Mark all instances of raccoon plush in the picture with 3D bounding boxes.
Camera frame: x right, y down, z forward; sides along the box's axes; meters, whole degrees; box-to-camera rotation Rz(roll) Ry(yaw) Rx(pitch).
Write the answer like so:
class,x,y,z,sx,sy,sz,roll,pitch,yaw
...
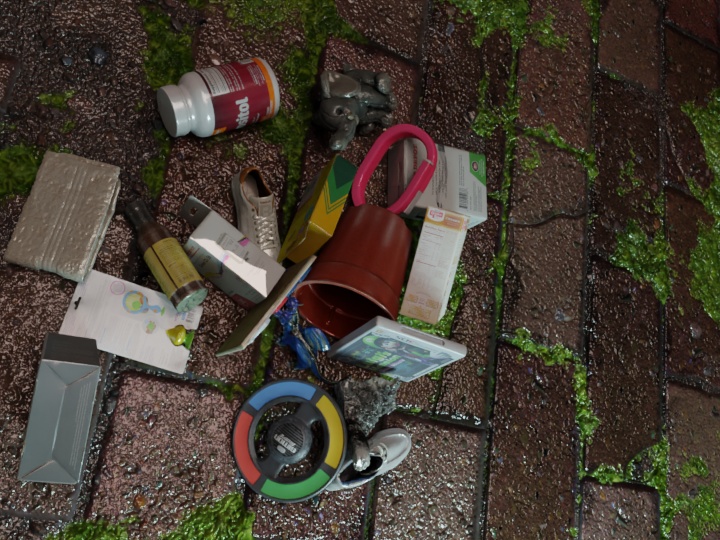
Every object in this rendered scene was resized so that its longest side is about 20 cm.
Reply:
class,x,y,z,sx,sy,sz,roll,pitch,yaw
raccoon plush,0.025,0.269,1.213,0.132,0.097,0.202,3,46,-21

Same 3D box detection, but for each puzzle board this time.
class,x,y,z,sx,sy,sz,roll,pitch,yaw
puzzle board,-0.159,0.063,1.161,0.017,0.150,0.201,43,63,-12

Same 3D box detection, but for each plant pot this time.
class,x,y,z,sx,sy,sz,roll,pitch,yaw
plant pot,0.000,0.000,1.245,0.199,0.200,0.197,32,57,-16

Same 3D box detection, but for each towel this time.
class,x,y,z,sx,sy,sz,roll,pitch,yaw
towel,-0.468,-0.089,1.092,0.131,0.035,0.203,14,71,-2

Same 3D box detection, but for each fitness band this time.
class,x,y,z,sx,sy,sz,roll,pitch,yaw
fitness band,0.063,-0.188,1.329,0.201,0.143,0.037,-57,148,3

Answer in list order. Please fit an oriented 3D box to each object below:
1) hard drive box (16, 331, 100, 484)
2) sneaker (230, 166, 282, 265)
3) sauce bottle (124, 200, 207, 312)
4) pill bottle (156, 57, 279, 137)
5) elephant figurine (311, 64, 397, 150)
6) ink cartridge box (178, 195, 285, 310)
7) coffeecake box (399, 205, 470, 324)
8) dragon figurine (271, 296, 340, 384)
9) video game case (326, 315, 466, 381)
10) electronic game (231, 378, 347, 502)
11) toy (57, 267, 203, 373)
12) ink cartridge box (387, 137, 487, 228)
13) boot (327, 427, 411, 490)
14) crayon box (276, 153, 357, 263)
class,x,y,z,sx,sy,sz,roll,pitch,yaw
hard drive box,-0.417,0.184,0.956,0.076,0.200,0.158,12,90,-23
sneaker,-0.182,-0.087,1.225,0.072,0.084,0.203,-17,89,-30
sauce bottle,-0.324,-0.028,1.128,0.064,0.065,0.201,-25,72,-29
pill bottle,-0.253,-0.305,1.225,0.198,0.113,0.114,-23,88,-28
elephant figurine,-0.034,-0.317,1.320,0.199,0.154,0.144,-25,112,-37
ink cartridge box,-0.237,-0.027,1.164,0.199,0.116,0.068,40,63,-12
coffeecake box,0.143,-0.014,1.286,0.072,0.153,0.203,16,97,12
dragon figurine,-0.095,0.134,1.206,0.059,0.099,0.201,-39,99,-28
video game case,0.060,0.146,1.224,0.180,0.200,0.024,20,61,-21
electronic game,-0.119,0.282,1.148,0.197,0.042,0.203,-1,79,5
toy,-0.368,0.085,1.110,0.198,0.047,0.117,20,68,-15
ink cartridge box,0.157,-0.178,1.416,0.197,0.083,0.149,9,74,-24
boot,0.026,0.338,1.220,0.198,0.095,0.074,-21,87,-29
crayon box,-0.080,-0.096,1.232,0.050,0.127,0.202,31,54,-17
